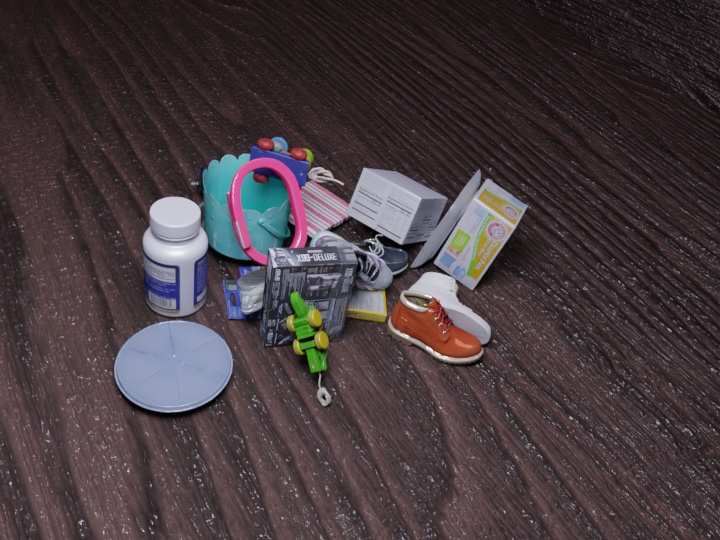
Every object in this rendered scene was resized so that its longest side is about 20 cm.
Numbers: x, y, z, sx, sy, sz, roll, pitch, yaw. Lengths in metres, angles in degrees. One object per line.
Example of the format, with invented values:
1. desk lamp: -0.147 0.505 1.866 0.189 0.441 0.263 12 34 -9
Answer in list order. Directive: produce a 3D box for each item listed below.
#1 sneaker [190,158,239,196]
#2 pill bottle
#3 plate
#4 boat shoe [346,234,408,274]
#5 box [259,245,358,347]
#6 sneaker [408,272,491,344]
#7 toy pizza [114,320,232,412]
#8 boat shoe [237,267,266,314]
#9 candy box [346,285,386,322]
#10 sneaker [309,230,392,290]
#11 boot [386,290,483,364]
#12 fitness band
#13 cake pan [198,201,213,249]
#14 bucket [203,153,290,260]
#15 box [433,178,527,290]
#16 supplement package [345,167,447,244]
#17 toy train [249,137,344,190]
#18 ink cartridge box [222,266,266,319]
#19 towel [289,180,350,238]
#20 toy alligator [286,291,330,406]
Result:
1. sneaker: -0.320 -0.222 1.561 0.111 0.078 0.200 -4 11 19
2. pill bottle: -0.342 -0.026 1.222 0.116 0.203 0.121 8 38 -6
3. plate: 0.200 -0.109 1.489 0.032 0.201 0.200 36 42 5
4. boat shoe: 0.017 -0.036 1.407 0.195 0.063 0.076 4 36 -18
5. box: -0.098 0.049 1.203 0.154 0.203 0.050 -4 43 -19
6. sneaker: 0.195 0.067 1.368 0.197 0.075 0.116 27 44 18
7. toy pizza: -0.319 0.166 1.135 0.195 0.032 0.203 7 40 -6
8. boat shoe: -0.150 0.026 1.276 0.073 0.066 0.200 20 29 37
9. candy box: 0.001 0.026 1.398 0.099 0.027 0.202 7 39 -7
10. sneaker: 0.000 0.000 1.283 0.197 0.079 0.140 25 6 -27
11. boot: 0.153 0.109 1.281 0.196 0.109 0.075 20 37 6
12. fitness band: -0.175 -0.109 1.251 0.141 0.205 0.037 -16 7 -27
13. cake pan: -0.270 -0.100 1.462 0.195 0.037 0.203 8 39 -7
14. bucket: -0.233 -0.130 1.370 0.202 0.137 0.210 8 40 -7
15. box: 0.261 -0.077 1.444 0.111 0.202 0.102 34 42 8
16. supplement package: 0.086 -0.149 1.509 0.154 0.113 0.199 30 16 19
17. toy train: -0.118 -0.213 1.339 0.195 0.086 0.116 16 26 3
18. ink cartridge box: -0.172 0.042 1.322 0.195 0.043 0.121 -3 41 -17
19. towel: -0.111 -0.141 1.542 0.145 0.030 0.199 33 35 15
20. toy alligator: -0.080 0.133 1.165 0.058 0.205 0.054 -16 2 27
